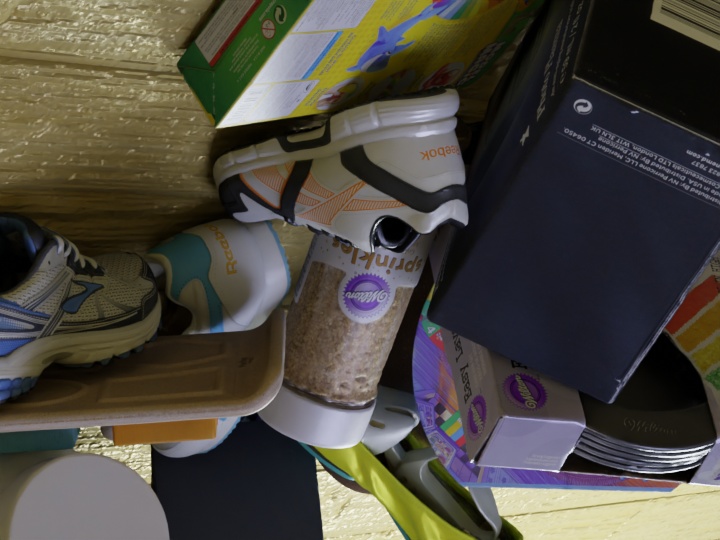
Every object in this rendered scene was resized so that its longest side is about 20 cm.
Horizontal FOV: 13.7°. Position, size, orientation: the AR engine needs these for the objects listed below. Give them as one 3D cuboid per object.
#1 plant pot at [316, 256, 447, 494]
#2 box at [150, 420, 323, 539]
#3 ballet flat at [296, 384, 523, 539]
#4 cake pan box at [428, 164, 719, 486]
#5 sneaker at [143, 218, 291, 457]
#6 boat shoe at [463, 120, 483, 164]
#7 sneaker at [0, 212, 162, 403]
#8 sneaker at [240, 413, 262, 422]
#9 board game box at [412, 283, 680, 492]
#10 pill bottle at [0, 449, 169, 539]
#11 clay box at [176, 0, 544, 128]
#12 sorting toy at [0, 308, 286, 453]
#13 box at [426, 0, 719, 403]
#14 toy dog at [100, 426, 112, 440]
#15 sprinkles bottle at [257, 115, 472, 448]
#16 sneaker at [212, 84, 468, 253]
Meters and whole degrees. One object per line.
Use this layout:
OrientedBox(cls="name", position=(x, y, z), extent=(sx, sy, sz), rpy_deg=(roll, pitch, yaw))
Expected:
OrientedBox(cls="plant pot", position=(0.060, 0.066, 1.919), extent=(0.200, 0.187, 0.187), rpy_deg=(-32, 164, 37))
OrientedBox(cls="box", position=(-0.076, 0.225, 1.855), extent=(0.104, 0.200, 0.182), rpy_deg=(-3, 144, -6))
OrientedBox(cls="ballet flat", position=(0.025, 0.114, 1.833), extent=(0.067, 0.200, 0.067), rpy_deg=(-35, -167, 31))
OrientedBox(cls="cake pan box", position=(0.137, 0.034, 1.690), extent=(0.184, 0.200, 0.052), rpy_deg=(6, 137, -17))
OrientedBox(cls="sneaker", position=(-0.106, 0.041, 1.751), extent=(0.081, 0.077, 0.200), rpy_deg=(-15, 146, -28))
OrientedBox(cls="boat shoe", position=(0.076, -0.052, 1.791), extent=(0.200, 0.072, 0.071), rpy_deg=(-3, 149, -49))
OrientedBox(cls="sneaker", position=(-0.167, 0.009, 1.567), extent=(0.077, 0.085, 0.200), rpy_deg=(4, -165, 26))
OrientedBox(cls="sneaker", position=(-0.062, 0.094, 1.908), extent=(0.081, 0.084, 0.200), rpy_deg=(-31, 158, -4))
OrientedBox(cls="board game box", position=(0.132, 0.054, 1.773), extent=(0.199, 0.158, 0.039), rpy_deg=(3, -176, -12))
OrientedBox(cls="pill bottle", position=(-0.182, 0.156, 1.594), extent=(0.119, 0.120, 0.200), rpy_deg=(-20, 179, -30))
OrientedBox(cls="clay box", position=(0.013, -0.135, 1.551), extent=(0.200, 0.048, 0.115), rpy_deg=(-12, 152, -45))
OrientedBox(cls="sorting toy", position=(-0.137, 0.065, 1.592), extent=(0.199, 0.037, 0.185), rpy_deg=(-8, -170, 0))
OrientedBox(cls="box", position=(0.139, -0.075, 1.612), extent=(0.200, 0.123, 0.199), rpy_deg=(-72, -172, -47))
OrientedBox(cls="toy dog", position=(-0.218, 0.132, 1.750), extent=(0.200, 0.096, 0.132), rpy_deg=(-38, 159, 15))
OrientedBox(cls="sprinkles bottle", position=(0.000, 0.000, 1.700), extent=(0.068, 0.068, 0.200), rpy_deg=(-5, 121, -51))
OrientedBox(cls="sneaker", position=(-0.013, -0.042, 1.606), extent=(0.074, 0.080, 0.200), rpy_deg=(-14, 180, -33))
